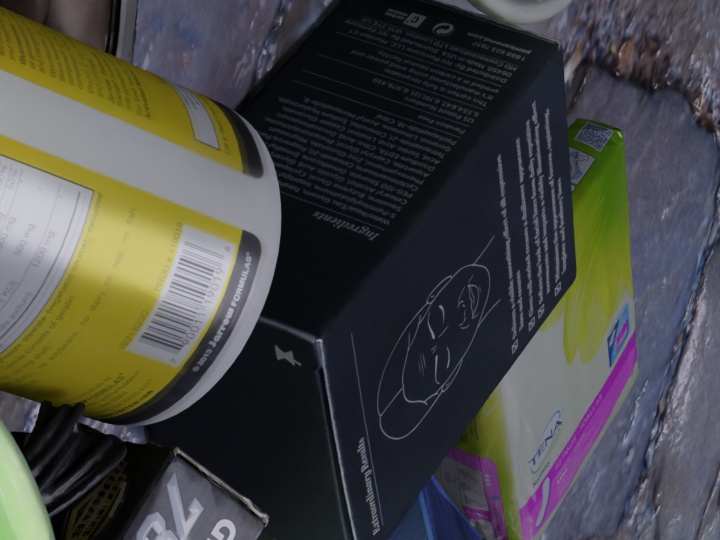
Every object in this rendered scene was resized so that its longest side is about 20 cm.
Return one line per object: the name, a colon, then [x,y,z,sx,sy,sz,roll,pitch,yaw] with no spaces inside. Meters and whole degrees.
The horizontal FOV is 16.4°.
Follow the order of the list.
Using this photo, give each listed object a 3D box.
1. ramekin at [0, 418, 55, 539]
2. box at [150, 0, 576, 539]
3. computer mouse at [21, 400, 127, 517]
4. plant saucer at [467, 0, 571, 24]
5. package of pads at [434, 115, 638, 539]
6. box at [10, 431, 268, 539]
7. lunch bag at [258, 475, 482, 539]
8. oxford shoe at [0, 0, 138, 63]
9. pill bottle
ramekin: [-0.173,0.105,0.634,0.200,0.200,0.098,-60,174,-20]
box: [0.000,0.000,1.082,0.200,0.107,0.149,-51,148,-35]
computer mouse: [-0.161,0.087,0.800,0.140,0.200,0.046,-40,100,-35]
plant saucer: [0.051,-0.206,1.071,0.200,0.050,0.201,-7,98,-60]
package of pads: [0.084,0.036,1.313,0.155,0.068,0.200,-53,148,-34]
box: [-0.141,0.147,0.830,0.050,0.198,0.200,40,69,-26]
lunch bag: [-0.004,0.181,1.147,0.200,0.132,0.136,56,17,-59]
oxford shoe: [-0.117,-0.105,0.849,0.084,0.073,0.201,6,105,-40]
pill bottle: [-0.129,-0.028,0.762,0.200,0.112,0.112,22,88,-39]
